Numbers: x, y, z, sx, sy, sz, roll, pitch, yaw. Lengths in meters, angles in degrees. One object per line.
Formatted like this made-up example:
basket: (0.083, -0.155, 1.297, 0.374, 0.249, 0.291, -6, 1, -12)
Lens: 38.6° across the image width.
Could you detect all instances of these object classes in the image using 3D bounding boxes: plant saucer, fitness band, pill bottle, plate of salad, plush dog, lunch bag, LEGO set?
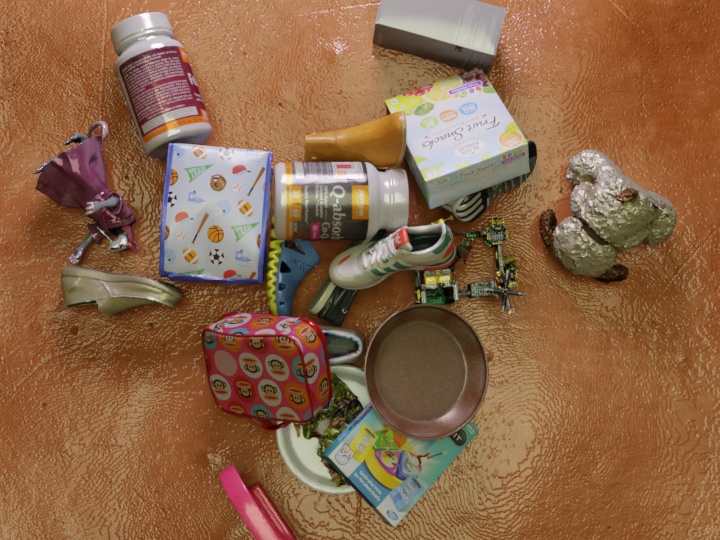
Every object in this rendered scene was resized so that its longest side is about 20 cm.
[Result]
plant saucer: (0.096, 0.153, 1.550, 0.197, 0.037, 0.204, 2, 84, -15)
fitness band: (-0.144, 0.379, 1.540, 0.037, 0.144, 0.201, -35, 87, -3)
pill bottle: (-0.314, -0.289, 1.606, 0.113, 0.114, 0.202, -19, 86, -3)
plate of salad: (-0.034, 0.248, 1.602, 0.197, 0.048, 0.203, 0, 85, -2)
plush dog: (0.376, -0.066, 1.603, 0.199, 0.160, 0.173, 36, 112, 3)
lunch bag: (-0.222, -0.080, 1.588, 0.167, 0.124, 0.203, 3, 78, -2)
LEGO set: (0.157, -0.012, 1.592, 0.197, 0.116, 0.156, 4, 85, -1)
lunch bag: (-0.138, 0.158, 1.539, 0.198, 0.082, 0.179, 4, 113, 31)
pill bottle: (-0.031, -0.104, 1.541, 0.197, 0.116, 0.118, -1, 85, -6)

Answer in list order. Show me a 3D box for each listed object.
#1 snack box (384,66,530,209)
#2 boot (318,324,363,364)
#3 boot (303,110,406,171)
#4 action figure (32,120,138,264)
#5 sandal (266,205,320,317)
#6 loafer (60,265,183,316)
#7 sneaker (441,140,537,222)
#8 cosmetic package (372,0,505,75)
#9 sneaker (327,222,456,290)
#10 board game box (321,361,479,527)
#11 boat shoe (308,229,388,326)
snack box: (0.147, -0.208, 1.584, 0.167, 0.068, 0.201, -21, 51, -3)
boot: (-0.091, 0.110, 1.587, 0.197, 0.096, 0.075, 0, 85, -1)
boot: (-0.013, -0.192, 1.561, 0.142, 0.201, 0.072, 3, 77, -11)
action figure: (-0.412, -0.107, 1.614, 0.200, 0.133, 0.149, 49, 43, -10)
sandal: (-0.103, -0.021, 1.610, 0.086, 0.079, 0.203, 7, 86, -5)
loafer: (-0.373, 0.039, 1.601, 0.197, 0.076, 0.069, 9, 86, 9)
sneaker: (0.184, -0.161, 1.631, 0.115, 0.076, 0.199, 26, 50, 39)
cosmetic package: (0.122, -0.387, 1.630, 0.197, 0.107, 0.091, 13, 84, 1)
sneaker: (0.044, -0.031, 1.520, 0.197, 0.094, 0.071, -12, 63, 2)
board game box: (0.062, 0.263, 1.574, 0.151, 0.047, 0.200, 47, 75, -8)
boat shoe: (0.001, 0.000, 1.612, 0.066, 0.074, 0.200, 38, 74, -12)
